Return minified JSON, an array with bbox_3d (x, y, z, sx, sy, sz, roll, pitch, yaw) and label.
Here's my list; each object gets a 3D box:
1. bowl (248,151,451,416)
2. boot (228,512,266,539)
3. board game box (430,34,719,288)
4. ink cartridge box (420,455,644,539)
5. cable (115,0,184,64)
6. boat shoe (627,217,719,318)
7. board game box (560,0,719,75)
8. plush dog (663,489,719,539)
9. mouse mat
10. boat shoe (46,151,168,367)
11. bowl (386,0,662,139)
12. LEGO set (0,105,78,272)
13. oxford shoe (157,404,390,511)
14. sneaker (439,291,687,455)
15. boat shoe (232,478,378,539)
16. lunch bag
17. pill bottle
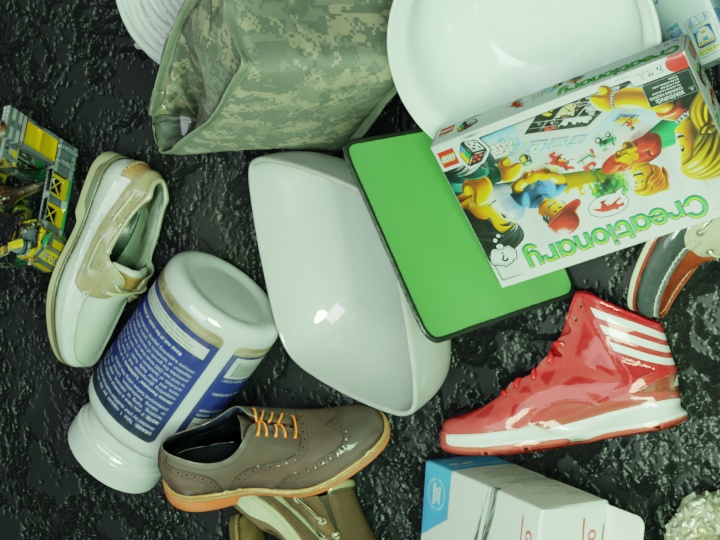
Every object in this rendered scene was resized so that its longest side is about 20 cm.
[{"bbox_3d":[0.000,0.000,1.296,0.199,0.074,0.202,20,127,49],"label":"bowl"},{"bbox_3d":[-0.055,0.297,1.408,0.075,0.074,0.202,-24,87,8],"label":"boot"},{"bbox_3d":[0.165,-0.075,1.158,0.198,0.035,0.127,-19,113,26],"label":"board game box"},{"bbox_3d":[0.126,0.221,1.243,0.199,0.066,0.117,13,102,58],"label":"ink cartridge box"},{"bbox_3d":[-0.119,-0.262,1.384,0.198,0.069,0.202,23,104,25],"label":"cable"},{"bbox_3d":[0.267,-0.045,1.198,0.062,0.071,0.201,34,105,18],"label":"boat shoe"},{"bbox_3d":[0.166,-0.218,1.249,0.199,0.043,0.201,-24,85,28],"label":"board game box"},{"bbox_3d":[0.262,0.281,1.166,0.159,0.171,0.202,23,104,24],"label":"plush dog"},{"bbox_3d":[0.079,-0.036,1.226,0.008,0.199,0.162,-30,80,39],"label":"mouse mat"},{"bbox_3d":[-0.228,-0.002,1.461,0.068,0.074,0.202,21,103,31],"label":"boat shoe"},{"bbox_3d":[0.124,-0.178,1.181,0.199,0.091,0.203,7,122,12],"label":"bowl"},{"bbox_3d":[-0.359,-0.072,1.480,0.198,0.116,0.155,4,72,33],"label":"LEGO set"},{"bbox_3d":[-0.071,0.146,1.347,0.198,0.073,0.072,-16,50,-7],"label":"oxford shoe"},{"bbox_3d":[0.153,0.081,1.275,0.198,0.078,0.117,-10,81,16],"label":"sneaker"},{"bbox_3d":[-0.027,0.212,1.373,0.201,0.075,0.075,32,102,22],"label":"boat shoe"},{"bbox_3d":[-0.066,-0.158,1.275,0.200,0.162,0.119,-45,56,56],"label":"lunch bag"},{"bbox_3d":[-0.167,0.092,1.412,0.116,0.115,0.201,44,112,18],"label":"pill bottle"}]
